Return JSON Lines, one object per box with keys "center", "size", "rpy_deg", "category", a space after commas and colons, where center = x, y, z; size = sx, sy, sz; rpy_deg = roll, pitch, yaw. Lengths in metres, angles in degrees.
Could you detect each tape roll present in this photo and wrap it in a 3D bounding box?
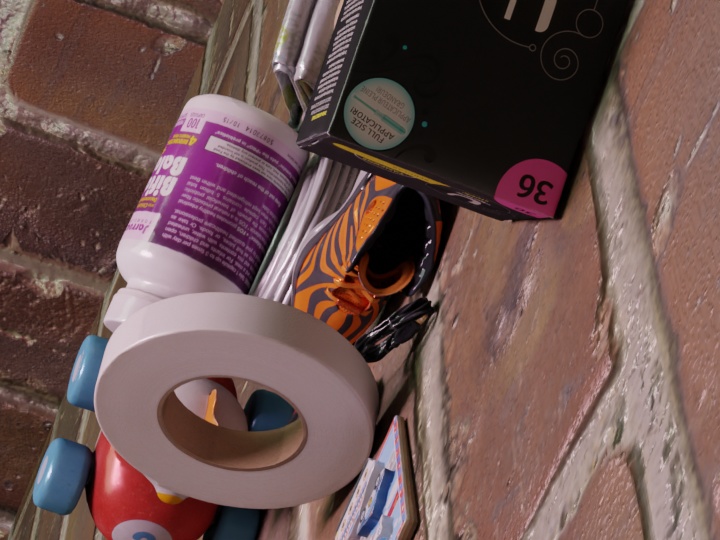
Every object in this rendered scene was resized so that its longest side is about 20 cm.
{"center": [-0.087, 0.094, 1.761], "size": [0.203, 0.203, 0.037], "rpy_deg": [120, 164, -46], "category": "tape roll"}

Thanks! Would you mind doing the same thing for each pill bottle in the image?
{"center": [-0.127, -0.031, 2.001], "size": [0.200, 0.112, 0.112], "rpy_deg": [-66, 9, -15], "category": "pill bottle"}

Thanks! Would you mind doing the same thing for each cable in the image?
{"center": [-0.043, -0.004, 2.027], "size": [0.200, 0.069, 0.200], "rpy_deg": [-65, 6, -4], "category": "cable"}

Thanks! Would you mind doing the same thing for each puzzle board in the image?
{"center": [-0.011, 0.211, 1.664], "size": [0.151, 0.017, 0.200], "rpy_deg": [-97, 29, -67], "category": "puzzle board"}

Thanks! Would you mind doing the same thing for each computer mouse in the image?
{"center": [0.003, 0.080, 1.784], "size": [0.034, 0.059, 0.200], "rpy_deg": [59, 143, 16], "category": "computer mouse"}

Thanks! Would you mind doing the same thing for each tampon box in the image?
{"center": [0.068, -0.147, 1.533], "size": [0.126, 0.150, 0.200], "rpy_deg": [-179, 108, -80], "category": "tampon box"}

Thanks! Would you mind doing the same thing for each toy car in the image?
{"center": [-0.148, 0.150, 2.019], "size": [0.200, 0.184, 0.177], "rpy_deg": [178, 111, -77], "category": "toy car"}

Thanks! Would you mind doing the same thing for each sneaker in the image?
{"center": [0.000, 0.000, 1.819], "size": [0.112, 0.077, 0.200], "rpy_deg": [-85, 18, -57], "category": "sneaker"}

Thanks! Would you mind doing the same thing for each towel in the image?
{"center": [-0.017, -0.212, 1.980], "size": [0.171, 0.048, 0.200], "rpy_deg": [78, -152, -74], "category": "towel"}

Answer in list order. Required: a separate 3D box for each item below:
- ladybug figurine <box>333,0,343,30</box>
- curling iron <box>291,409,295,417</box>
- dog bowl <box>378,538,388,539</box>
{"center": [0.058, -0.229, 1.848], "size": [0.200, 0.072, 0.136], "rpy_deg": [-52, -13, 8], "category": "ladybug figurine"}
{"center": [-0.035, 0.084, 1.983], "size": [0.050, 0.026, 0.200], "rpy_deg": [-97, 28, -63], "category": "curling iron"}
{"center": [0.005, 0.254, 1.418], "size": [0.111, 0.050, 0.200], "rpy_deg": [160, 128, -77], "category": "dog bowl"}
